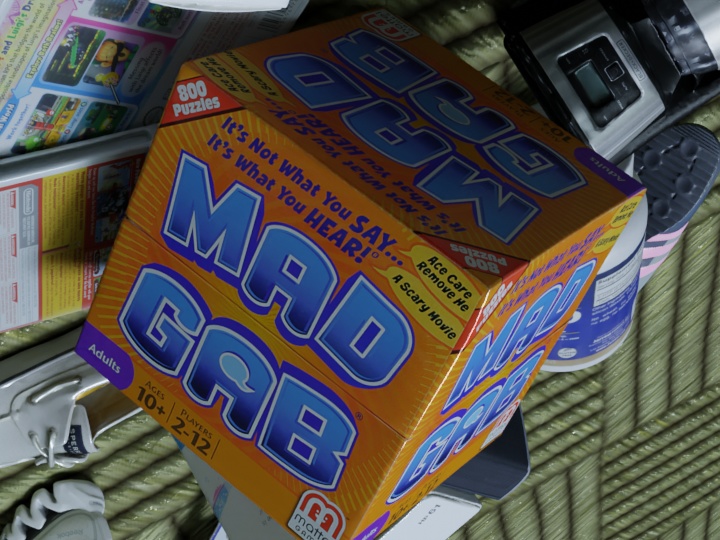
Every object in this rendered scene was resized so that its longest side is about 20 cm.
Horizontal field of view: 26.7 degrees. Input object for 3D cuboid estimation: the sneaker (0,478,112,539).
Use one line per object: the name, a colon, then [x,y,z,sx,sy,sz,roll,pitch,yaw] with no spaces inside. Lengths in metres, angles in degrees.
sneaker: [-0.259,0.243,1.125,0.200,0.081,0.075,-43,149,16]

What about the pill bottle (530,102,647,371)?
pill bottle: [0.145,-0.026,1.098,0.120,0.120,0.200,-26,146,-13]

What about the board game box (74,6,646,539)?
board game box: [0.000,0.000,0.859,0.200,0.200,0.200,-28,150,-54]

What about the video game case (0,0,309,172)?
video game case: [-0.123,-0.128,0.815,0.182,0.024,0.200,5,132,-45]

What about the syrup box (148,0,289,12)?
syrup box: [-0.053,-0.222,0.677,0.081,0.079,0.200,-4,129,-40]

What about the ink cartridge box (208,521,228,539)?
ink cartridge box: [-0.049,0.194,1.285,0.200,0.043,0.196,-3,138,-36]

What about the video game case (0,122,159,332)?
video game case: [-0.171,-0.021,0.883,0.200,0.017,0.143,-16,147,-23]

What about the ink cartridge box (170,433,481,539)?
ink cartridge box: [-0.032,0.132,1.069,0.145,0.200,0.085,-43,146,14]

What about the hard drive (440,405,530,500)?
hard drive: [0.059,0.052,1.046,0.042,0.200,0.135,-24,154,24]

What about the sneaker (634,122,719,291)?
sneaker: [0.227,-0.042,1.215,0.082,0.070,0.200,-21,152,-52]

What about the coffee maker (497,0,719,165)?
coffee maker: [0.199,-0.155,0.950,0.200,0.135,0.192,-32,166,11]

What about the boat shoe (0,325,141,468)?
boat shoe: [-0.197,0.093,0.992,0.200,0.070,0.071,-27,147,-12]
